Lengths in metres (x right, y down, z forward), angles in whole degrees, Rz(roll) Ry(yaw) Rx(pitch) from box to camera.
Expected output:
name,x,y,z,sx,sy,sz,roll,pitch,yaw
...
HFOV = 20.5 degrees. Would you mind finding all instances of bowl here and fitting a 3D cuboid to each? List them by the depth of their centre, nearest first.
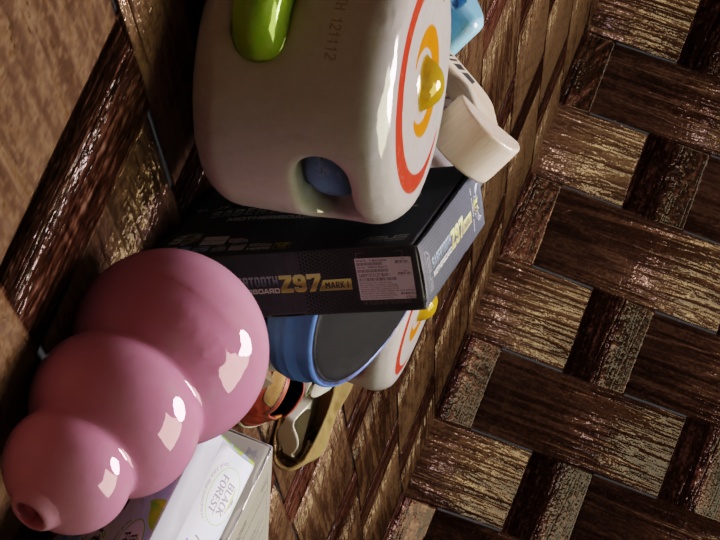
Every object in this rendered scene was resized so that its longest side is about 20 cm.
name,x,y,z,sx,sy,sz,roll,pitch,yaw
bowl,0.000,0.000,1.545,0.201,0.039,0.201,-48,155,-32

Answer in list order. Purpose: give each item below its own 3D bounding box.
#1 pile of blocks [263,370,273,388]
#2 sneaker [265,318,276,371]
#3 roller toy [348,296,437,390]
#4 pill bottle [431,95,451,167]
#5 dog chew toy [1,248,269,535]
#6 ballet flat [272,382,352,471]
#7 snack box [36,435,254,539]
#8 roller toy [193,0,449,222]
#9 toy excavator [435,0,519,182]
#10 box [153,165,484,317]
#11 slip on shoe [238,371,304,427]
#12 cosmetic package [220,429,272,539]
name,x,y,z,sx,sy,sz,roll,pitch,yaw
pile of blocks,-0.132,0.058,1.424,0.062,0.082,0.200,-28,170,15
sneaker,-0.038,-0.035,1.576,0.147,0.080,0.201,124,-14,-50
roller toy,0.005,0.011,1.835,0.200,0.139,0.183,36,75,-81
pill bottle,0.087,-0.124,2.129,0.200,0.110,0.111,-49,157,-66
dog chew toy,-0.140,0.078,1.189,0.200,0.124,0.125,-52,161,-40
ballet flat,-0.048,0.127,2.019,0.063,0.068,0.201,-38,149,-47
snack box,-0.163,0.199,1.263,0.142,0.053,0.200,-15,-139,45
roller toy,-0.015,-0.127,1.268,0.200,0.139,0.183,-54,150,-63
toy excavator,0.049,-0.165,1.427,0.100,0.200,0.194,-44,-179,21
box,-0.029,-0.020,1.367,0.158,0.199,0.051,-50,134,-61
slip on shoe,-0.081,0.109,1.788,0.200,0.061,0.074,65,44,-80
cosmetic package,-0.128,0.225,1.715,0.200,0.071,0.105,97,16,-56
